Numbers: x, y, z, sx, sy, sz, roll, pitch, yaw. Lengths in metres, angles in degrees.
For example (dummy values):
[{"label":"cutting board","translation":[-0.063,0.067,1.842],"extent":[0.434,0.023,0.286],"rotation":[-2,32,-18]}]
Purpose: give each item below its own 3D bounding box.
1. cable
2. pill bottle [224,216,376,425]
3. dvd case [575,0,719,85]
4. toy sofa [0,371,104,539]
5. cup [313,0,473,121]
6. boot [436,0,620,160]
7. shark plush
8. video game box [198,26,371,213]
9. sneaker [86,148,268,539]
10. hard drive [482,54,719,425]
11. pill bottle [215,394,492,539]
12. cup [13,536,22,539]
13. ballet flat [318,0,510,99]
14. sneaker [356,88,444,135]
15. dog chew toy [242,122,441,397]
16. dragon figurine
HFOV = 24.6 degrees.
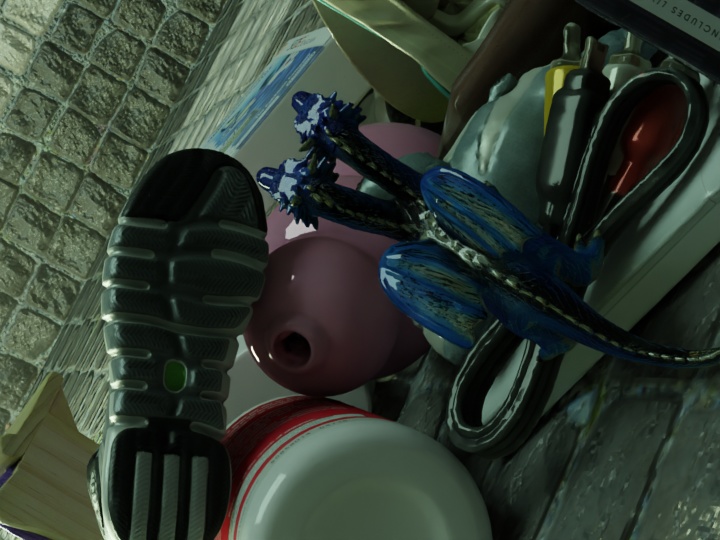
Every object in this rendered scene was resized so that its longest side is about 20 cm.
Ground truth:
[{"label":"cable","translation":[0.098,-0.012,0.698],"extent":[0.097,0.050,0.201],"rotation":[12,88,46]},{"label":"pill bottle","translation":[-0.049,0.048,1.024],"extent":[0.114,0.113,0.200],"rotation":[-58,14,14]},{"label":"dvd case","translation":[0.163,-0.172,0.622],"extent":[0.201,0.148,0.016],"rotation":[-60,-6,6]},{"label":"toy sofa","translation":[-0.123,0.156,0.909],"extent":[0.083,0.199,0.098],"rotation":[-47,15,44]},{"label":"cup","translation":[0.065,-0.209,0.974],"extent":[0.143,0.200,0.201],"rotation":[-24,33,28]},{"label":"boot","translation":[0.088,-0.143,0.796],"extent":[0.064,0.186,0.200],"rotation":[35,89,40]},{"label":"shark plush","translation":[0.094,-0.047,0.767],"extent":[0.200,0.091,0.083],"rotation":[-41,35,0]},{"label":"video game box","translation":[-0.076,-0.071,1.077],"extent":[0.200,0.047,0.182],"rotation":[-51,11,-7]},{"label":"sneaker","translation":[-0.098,0.048,0.784],"extent":[0.116,0.075,0.201],"rotation":[132,148,-62]},{"label":"hard drive","translation":[0.113,-0.019,0.753],"extent":[0.200,0.026,0.132],"rotation":[-50,18,38]},{"label":"pill bottle","translation":[-0.019,0.119,0.788],"extent":[0.113,0.112,0.200],"rotation":[-63,14,-6]},{"label":"cup","translation":[-0.170,0.239,1.036],"extent":[0.201,0.143,0.201],"rotation":[-55,16,25]},{"label":"ballet flat","translation":[0.042,-0.135,0.869],"extent":[0.070,0.199,0.070],"rotation":[-52,15,20]},{"label":"sneaker","translation":[0.029,-0.128,1.104],"extent":[0.080,0.074,0.200],"rotation":[-38,15,38]},{"label":"dog chew toy","translation":[0.000,0.000,0.855],"extent":[0.125,0.124,0.200],"rotation":[-54,-2,29]},{"label":"dragon figurine","translation":[0.046,-0.005,0.641],"extent":[0.200,0.099,0.059],"rotation":[36,103,34]}]
